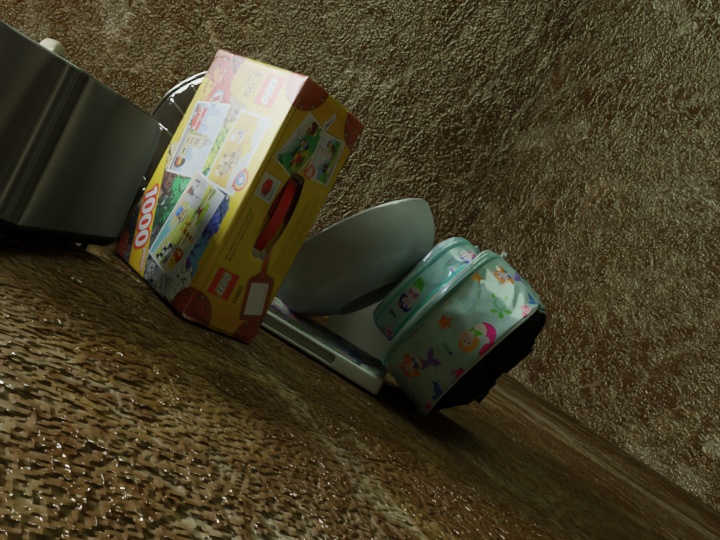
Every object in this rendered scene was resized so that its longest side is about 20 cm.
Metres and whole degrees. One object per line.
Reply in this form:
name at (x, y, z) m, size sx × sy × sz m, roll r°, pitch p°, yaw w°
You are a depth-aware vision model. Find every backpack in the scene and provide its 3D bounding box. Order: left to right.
backpack at (0.101, 0.060, 0.718) m, size 0.151 × 0.177 × 0.200 m, roll 49°, pitch 9°, yaw 11°

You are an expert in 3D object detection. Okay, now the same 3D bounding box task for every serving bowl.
serving bowl at (0.000, 0.000, 0.756) m, size 0.067 × 0.196 × 0.200 m, roll 65°, pitch 10°, yaw 13°

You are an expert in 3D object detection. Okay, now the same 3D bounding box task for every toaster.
toaster at (-0.258, -0.107, 0.472) m, size 0.178 × 0.121 × 0.200 m, roll 29°, pitch 1°, yaw 2°

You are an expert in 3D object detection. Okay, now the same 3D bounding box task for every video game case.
video game case at (-0.060, 0.064, 0.737) m, size 0.197 × 0.018 × 0.143 m, roll 31°, pitch 0°, yaw 4°

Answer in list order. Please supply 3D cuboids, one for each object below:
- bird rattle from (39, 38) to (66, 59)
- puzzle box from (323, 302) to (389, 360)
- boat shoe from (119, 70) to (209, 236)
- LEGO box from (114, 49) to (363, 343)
bird rattle at (-0.481, -0.264, 1.030) m, size 0.109 × 0.169 × 0.200 m, roll 10°, pitch -7°, yaw -6°
puzzle box at (0.064, 0.068, 0.902) m, size 0.197 × 0.135 × 0.025 m, roll 30°, pitch 2°, yaw -5°
boat shoe at (-0.184, -0.114, 0.696) m, size 0.073 × 0.199 × 0.068 m, roll 54°, pitch 14°, yaw 23°
LEGO box at (-0.108, -0.068, 0.590) m, size 0.148 × 0.204 × 0.076 m, roll 28°, pitch 0°, yaw 45°
